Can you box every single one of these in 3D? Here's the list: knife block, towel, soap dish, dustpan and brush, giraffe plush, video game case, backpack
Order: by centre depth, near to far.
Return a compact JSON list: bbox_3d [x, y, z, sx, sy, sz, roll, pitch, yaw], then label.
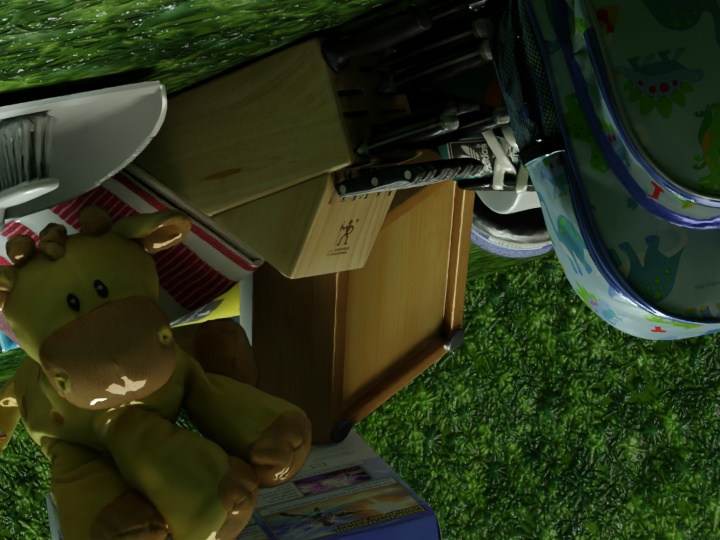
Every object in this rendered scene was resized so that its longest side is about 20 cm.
[{"bbox_3d":[0.165,-0.073,1.110,0.182,0.201,0.147,-13,176,-11],"label":"backpack"},{"bbox_3d":[-0.189,-0.041,1.237,0.139,0.058,0.200,-13,177,-26],"label":"dustpan and brush"},{"bbox_3d":[-0.020,-0.095,1.242,0.200,0.176,0.064,36,-153,30],"label":"knife block"},{"bbox_3d":[-0.135,0.046,1.297,0.172,0.200,0.163,-42,148,-27],"label":"giraffe plush"},{"bbox_3d":[-0.167,-0.005,1.366,0.144,0.023,0.200,35,142,-24],"label":"towel"},{"bbox_3d":[-0.072,0.156,1.393,0.199,0.046,0.181,-12,-164,-14],"label":"video game case"},{"bbox_3d":[0.000,0.000,1.450,0.157,0.081,0.201,-36,145,-34],"label":"soap dish"}]

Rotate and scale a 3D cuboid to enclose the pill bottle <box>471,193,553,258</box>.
[{"bbox_3d":[0.110,-0.066,1.627,0.111,0.113,0.200,-15,176,-1],"label":"pill bottle"}]

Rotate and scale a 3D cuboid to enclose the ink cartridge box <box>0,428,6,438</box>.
[{"bbox_3d":[-0.295,0.050,1.255,0.050,0.200,0.109,-55,168,7],"label":"ink cartridge box"}]

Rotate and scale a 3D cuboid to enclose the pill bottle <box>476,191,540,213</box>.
[{"bbox_3d":[0.163,-0.098,1.395,0.199,0.110,0.110,-13,176,-20],"label":"pill bottle"}]

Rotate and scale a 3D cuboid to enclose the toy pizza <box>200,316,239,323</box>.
[{"bbox_3d":[-0.040,0.001,1.617,0.199,0.200,0.032,-13,135,-27],"label":"toy pizza"}]

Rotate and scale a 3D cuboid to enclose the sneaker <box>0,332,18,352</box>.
[{"bbox_3d":[-0.213,0.002,1.603,0.073,0.082,0.200,-11,173,-24],"label":"sneaker"}]

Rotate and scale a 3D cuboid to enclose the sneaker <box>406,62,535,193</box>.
[{"bbox_3d":[0.087,-0.067,1.248,0.080,0.072,0.200,-33,-144,-29],"label":"sneaker"}]

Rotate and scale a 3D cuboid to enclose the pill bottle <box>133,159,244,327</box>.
[{"bbox_3d":[-0.082,-0.026,1.496,0.109,0.110,0.200,-18,175,36],"label":"pill bottle"}]
